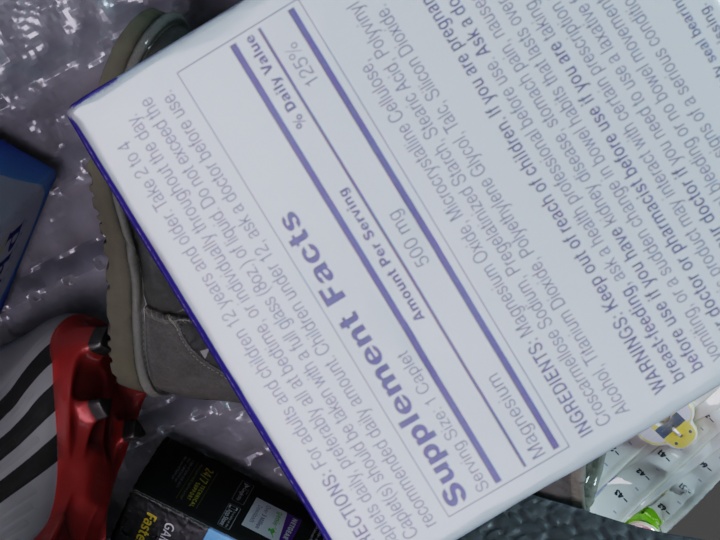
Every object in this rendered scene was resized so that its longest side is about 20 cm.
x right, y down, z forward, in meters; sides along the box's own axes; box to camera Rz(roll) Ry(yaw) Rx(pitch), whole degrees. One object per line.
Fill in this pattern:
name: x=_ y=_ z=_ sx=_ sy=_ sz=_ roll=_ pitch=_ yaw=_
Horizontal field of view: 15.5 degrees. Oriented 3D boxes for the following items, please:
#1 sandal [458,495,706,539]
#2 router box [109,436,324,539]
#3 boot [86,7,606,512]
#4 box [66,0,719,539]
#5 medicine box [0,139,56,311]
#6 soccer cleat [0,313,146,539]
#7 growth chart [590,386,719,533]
sandal: x=0.120 y=0.136 z=0.991 sx=0.200 sy=0.075 sz=0.048 roll=21 pitch=158 yaw=14
router box: x=-0.057 y=0.187 z=1.140 sx=0.149 sy=0.051 sz=0.200 roll=26 pitch=121 yaw=2
boot: x=0.001 y=-0.002 z=1.001 sx=0.200 sy=0.073 sz=0.182 roll=14 pitch=130 yaw=24
box: x=0.039 y=-0.028 z=0.871 sx=0.200 sy=0.105 sz=0.184 roll=-31 pitch=95 yaw=7
medicine box: x=-0.246 y=-0.003 z=1.018 sx=0.182 sy=0.200 sz=0.103 roll=29 pitch=124 yaw=2
soccer cleat: x=-0.139 y=0.107 z=1.054 sx=0.085 sy=0.200 sz=0.069 roll=-13 pitch=142 yaw=33
growth chart: x=0.100 y=0.036 z=1.031 sx=0.145 sy=0.018 sz=0.200 roll=34 pitch=121 yaw=0
